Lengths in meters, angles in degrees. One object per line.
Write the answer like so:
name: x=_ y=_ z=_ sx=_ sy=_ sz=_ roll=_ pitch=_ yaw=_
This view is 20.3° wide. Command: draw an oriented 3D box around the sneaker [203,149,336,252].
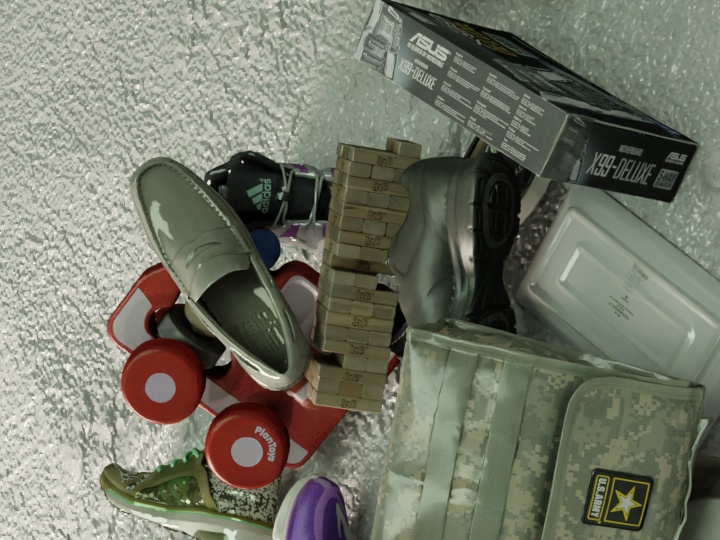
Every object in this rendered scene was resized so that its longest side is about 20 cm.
sneaker: x=-0.051 y=-0.053 z=1.567 sx=0.199 sy=0.139 sz=0.079 roll=-2 pitch=80 yaw=42

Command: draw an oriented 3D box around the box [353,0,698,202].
box: x=0.114 y=-0.120 z=1.416 sx=0.200 sy=0.157 sz=0.050 roll=37 pitch=109 yaw=39

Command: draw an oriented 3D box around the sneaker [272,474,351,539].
sneaker: x=-0.009 y=0.255 z=1.545 sx=0.083 sy=0.080 sz=0.202 roll=-14 pitch=85 yaw=38

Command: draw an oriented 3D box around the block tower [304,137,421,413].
block tower: x=0.000 y=0.000 z=1.503 sx=0.054 sy=0.057 sz=0.202 roll=-145 pitch=64 yaw=-76

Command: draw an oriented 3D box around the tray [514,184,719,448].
tray: x=0.190 y=0.026 z=1.421 sx=0.200 sy=0.022 sz=0.108 roll=42 pitch=112 yaw=37

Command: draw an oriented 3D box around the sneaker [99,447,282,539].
sneaker: x=-0.132 y=0.177 z=1.675 sx=0.199 sy=0.077 sz=0.089 roll=13 pitch=81 yaw=37

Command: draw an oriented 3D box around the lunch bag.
lunch bag: x=0.120 y=0.133 z=1.316 sx=0.198 sy=0.117 sz=0.166 roll=12 pitch=96 yaw=16

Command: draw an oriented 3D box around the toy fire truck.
toy fire truck: x=-0.087 y=0.057 z=1.573 sx=0.199 sy=0.112 sz=0.168 roll=38 pitch=105 yaw=-7

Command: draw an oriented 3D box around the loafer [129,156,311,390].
loafer: x=-0.103 y=-0.001 z=1.491 sx=0.070 sy=0.070 sz=0.201 roll=-38 pitch=87 yaw=-2

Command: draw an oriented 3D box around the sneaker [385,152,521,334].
sneaker: x=0.061 y=0.015 z=1.435 sx=0.090 sy=0.076 sz=0.202 roll=8 pitch=93 yaw=37

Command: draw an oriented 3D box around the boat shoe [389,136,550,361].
boat shoe: x=0.067 y=-0.022 z=1.495 sx=0.201 sy=0.060 sz=0.074 roll=-55 pitch=21 yaw=22

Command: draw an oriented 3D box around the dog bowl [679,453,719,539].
dog bowl: x=0.242 y=0.222 z=1.326 sx=0.199 sy=0.058 sz=0.202 roll=-6 pitch=81 yaw=41
